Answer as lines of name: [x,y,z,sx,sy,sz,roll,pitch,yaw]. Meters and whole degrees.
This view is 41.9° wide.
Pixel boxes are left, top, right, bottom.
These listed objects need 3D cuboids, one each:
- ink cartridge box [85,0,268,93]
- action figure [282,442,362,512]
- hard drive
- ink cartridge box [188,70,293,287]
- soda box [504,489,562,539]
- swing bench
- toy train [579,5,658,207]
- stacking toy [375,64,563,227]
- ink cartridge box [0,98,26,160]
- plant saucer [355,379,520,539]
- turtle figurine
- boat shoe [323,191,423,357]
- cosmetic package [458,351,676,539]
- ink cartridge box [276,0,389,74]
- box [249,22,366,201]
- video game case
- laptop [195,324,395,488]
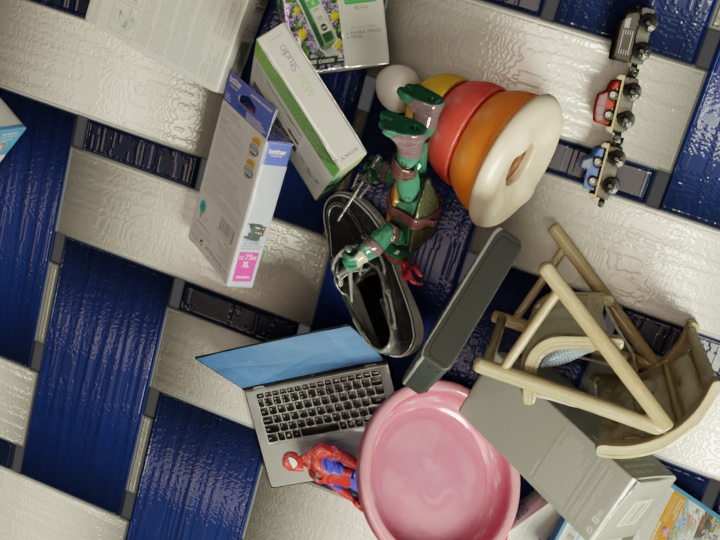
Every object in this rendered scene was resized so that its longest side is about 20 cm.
ink cartridge box: [-0.198,-0.311,1.041,0.198,0.047,0.163,29,108,18]
action figure: [0.004,0.242,1.078,0.196,0.052,0.066,17,132,3]
hard drive: [0.096,0.048,0.933,0.033,0.200,0.141,31,77,5]
ink cartridge box: [-0.129,-0.099,1.020,0.119,0.041,0.204,43,124,47]
soda box: [0.169,0.320,1.064,0.199,0.063,0.069,-40,91,18]
swing bench: [0.233,0.077,0.928,0.198,0.199,0.131,35,108,5]
toy train: [0.259,-0.166,0.957,0.045,0.034,0.205,13,104,14]
stacking toy: [0.096,-0.153,0.971,0.199,0.145,0.148,37,109,24]
ink cartridge box: [-0.531,-0.143,1.096,0.146,0.147,0.200,46,109,0]
plant saucer: [0.080,0.224,1.026,0.202,0.200,0.051,54,151,-2]
turtle figurine: [0.034,-0.071,0.927,0.098,0.151,0.203,9,128,-5]
boat shoe: [0.000,0.000,1.003,0.071,0.067,0.203,-33,67,29]
cosmetic package: [0.207,0.176,0.960,0.200,0.106,0.091,46,112,34]
ink cartridge box: [-0.036,-0.309,0.971,0.106,0.050,0.205,-9,101,-11]
box: [-0.060,-0.153,0.956,0.036,0.200,0.146,-33,92,-9]
video game case: [0.308,0.297,1.005,0.198,0.018,0.145,33,81,-4]
laptop: [-0.059,0.160,1.060,0.183,0.116,0.205,-12,99,16]
